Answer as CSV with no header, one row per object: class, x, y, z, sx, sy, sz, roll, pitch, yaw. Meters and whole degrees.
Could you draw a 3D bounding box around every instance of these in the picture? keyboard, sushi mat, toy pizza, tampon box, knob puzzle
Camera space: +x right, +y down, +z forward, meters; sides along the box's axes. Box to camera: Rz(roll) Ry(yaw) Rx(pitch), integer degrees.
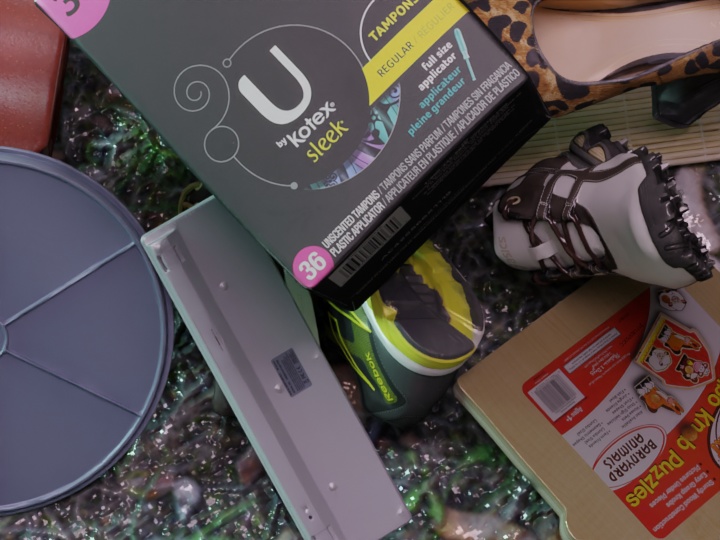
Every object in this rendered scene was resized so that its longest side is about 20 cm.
keyboard,-0.043,0.057,1.383,0.056,0.011,0.201,-31,98,-18
sushi mat,0.107,-0.094,1.511,0.199,0.012,0.096,-6,66,-5
toy pizza,-0.196,0.031,1.383,0.199,0.032,0.201,-3,107,-9
tampon box,-0.030,-0.104,1.314,0.150,0.126,0.200,-45,80,2
knob puzzle,0.171,0.093,1.409,0.218,0.030,0.221,9,57,-14

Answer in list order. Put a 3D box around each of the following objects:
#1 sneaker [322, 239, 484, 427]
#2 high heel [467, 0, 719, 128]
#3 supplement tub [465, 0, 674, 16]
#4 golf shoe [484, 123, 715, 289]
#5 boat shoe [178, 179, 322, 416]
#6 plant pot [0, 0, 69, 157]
sneaker,0.000,0.000,1.432,0.074,0.085,0.200,5,40,-24
high heel,0.144,-0.134,1.392,0.199,0.142,0.072,9,61,-33
supplement tub,0.084,-0.205,1.489,0.199,0.146,0.146,2,65,0
golf shoe,0.121,-0.018,1.393,0.094,0.200,0.078,-26,100,-4
boat shoe,-0.067,-0.019,1.438,0.060,0.072,0.202,-8,68,-10
plant pot,-0.255,-0.111,1.422,0.194,0.201,0.202,10,65,-6
